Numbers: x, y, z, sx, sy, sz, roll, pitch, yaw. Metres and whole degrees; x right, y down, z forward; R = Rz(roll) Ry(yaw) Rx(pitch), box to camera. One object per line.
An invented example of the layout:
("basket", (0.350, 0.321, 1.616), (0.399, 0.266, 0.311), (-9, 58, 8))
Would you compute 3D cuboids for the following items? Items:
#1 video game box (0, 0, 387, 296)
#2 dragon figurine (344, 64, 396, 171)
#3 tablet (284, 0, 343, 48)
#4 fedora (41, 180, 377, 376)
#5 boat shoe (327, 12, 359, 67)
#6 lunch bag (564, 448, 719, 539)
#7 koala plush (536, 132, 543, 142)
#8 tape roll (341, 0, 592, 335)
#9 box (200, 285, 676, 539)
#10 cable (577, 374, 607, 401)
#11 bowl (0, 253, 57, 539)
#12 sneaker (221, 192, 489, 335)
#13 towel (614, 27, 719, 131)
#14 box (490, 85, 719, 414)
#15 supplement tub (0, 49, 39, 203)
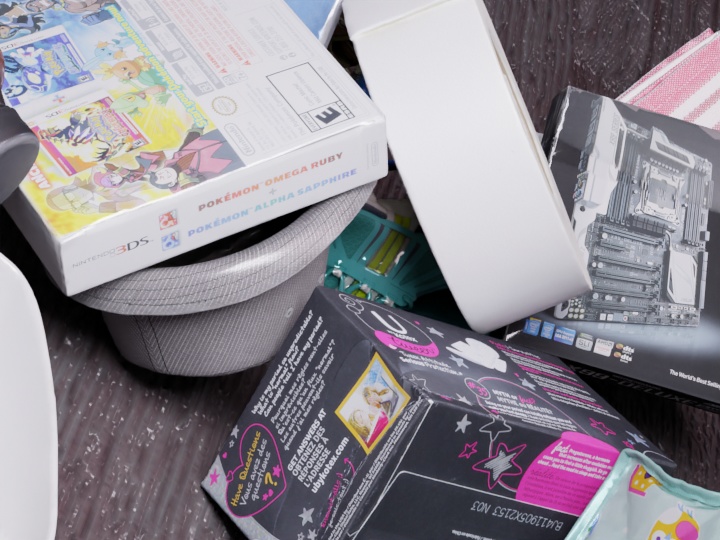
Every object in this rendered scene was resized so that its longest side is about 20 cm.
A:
("video game box", (-0.110, -0.086, 1.513), (0.182, 0.047, 0.200), (-19, 44, -20))
("dragon figurine", (-0.010, -0.071, 1.782), (0.200, 0.059, 0.100), (10, 47, -49))
("tablet", (-0.105, -0.170, 1.633), (0.199, 0.130, 0.014), (20, -8, 11))
("fedora", (-0.072, -0.013, 1.544), (0.200, 0.176, 0.091), (-60, 146, -49))
("boat shoe", (-0.004, -0.156, 1.822), (0.072, 0.200, 0.068), (-6, 85, -11))
("lunch bag", (0.156, 0.222, 1.515), (0.122, 0.200, 0.170), (20, -17, 45))
("koala plush", (0.194, -0.006, 1.873), (0.200, 0.184, 0.178), (14, 50, -40))
("tape roll", (0.058, -0.070, 1.599), (0.202, 0.071, 0.203), (-21, 90, -84))
("box", (0.040, 0.107, 1.537), (0.200, 0.132, 0.115), (17, 20, -44))
("cable", (0.093, 0.022, 1.823), (0.163, 0.051, 0.200), (37, 30, -21))
("bowl", (-0.235, 0.047, 1.305), (0.199, 0.075, 0.200), (29, 35, -33))
("sneaker", (0.000, 0.000, 1.673), (0.200, 0.077, 0.080), (5, 59, -35))
("towel", (0.227, -0.034, 1.800), (0.146, 0.030, 0.200), (-38, 90, -23))
("box", (0.191, -0.004, 1.736), (0.199, 0.158, 0.050), (17, -9, -7))
("supplement tub", (-0.246, -0.108, 1.424), (0.200, 0.107, 0.107), (47, 27, 11))
